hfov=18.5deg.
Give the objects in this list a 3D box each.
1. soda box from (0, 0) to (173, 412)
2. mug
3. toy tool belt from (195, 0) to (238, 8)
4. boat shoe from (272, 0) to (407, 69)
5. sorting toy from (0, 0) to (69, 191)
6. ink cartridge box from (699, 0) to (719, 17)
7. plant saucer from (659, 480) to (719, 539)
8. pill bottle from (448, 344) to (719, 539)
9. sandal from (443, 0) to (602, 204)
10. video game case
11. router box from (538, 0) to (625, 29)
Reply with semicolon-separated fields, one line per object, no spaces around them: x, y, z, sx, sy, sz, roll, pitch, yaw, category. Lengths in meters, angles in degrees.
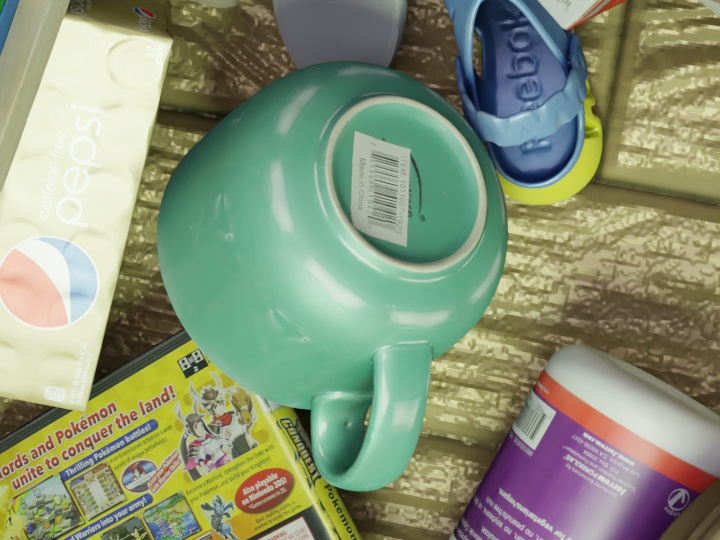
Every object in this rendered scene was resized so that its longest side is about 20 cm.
-0.144;-0.037;1.073;0.068;0.064;0.200;12;112;-11;soda box
0.004;-0.009;1.052;0.152;0.114;0.185;-39;93;-36;mug
-0.095;-0.193;1.098;0.123;0.125;0.200;5;86;14;toy tool belt
-0.006;-0.187;1.103;0.072;0.066;0.200;4;119;24;boat shoe
-0.230;-0.157;0.998;0.198;0.070;0.200;15;80;17;sorting toy
0.239;-0.139;1.031;0.200;0.068;0.115;34;96;-19;ink cartridge box
0.155;0.169;1.024;0.029;0.200;0.200;33;96;28;plant saucer
0.099;0.144;1.076;0.112;0.112;0.200;29;96;8;pill bottle
0.072;-0.133;1.090;0.079;0.087;0.200;-18;86;11;sandal
-0.096;0.139;1.121;0.200;0.025;0.181;-30;86;30;video game case
0.080;-0.217;1.039;0.200;0.179;0.049;49;122;5;router box
